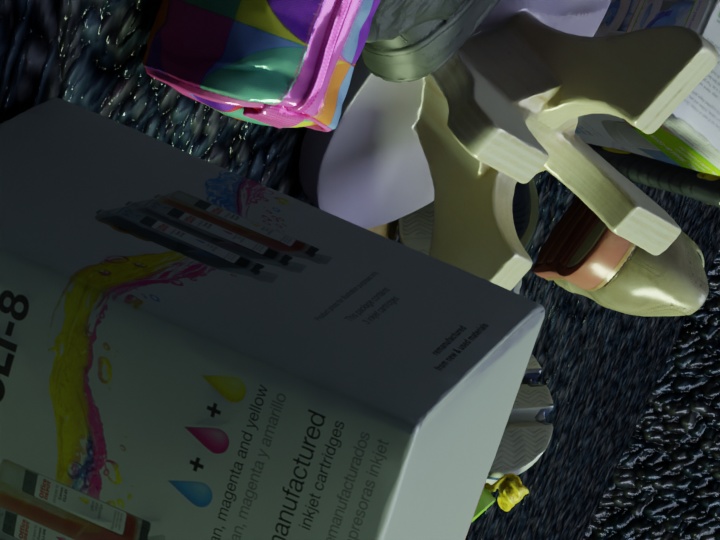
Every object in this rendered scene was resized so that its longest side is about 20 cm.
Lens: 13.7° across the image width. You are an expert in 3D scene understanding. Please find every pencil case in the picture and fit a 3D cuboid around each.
[{"bbox_3d":[-0.015,-0.152,1.148,0.088,0.088,0.200,-14,125,-76],"label":"pencil case"}]

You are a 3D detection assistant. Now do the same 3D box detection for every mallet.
[{"bbox_3d":[0.104,-0.059,1.544,0.066,0.200,0.041,-16,116,-39],"label":"mallet"}]

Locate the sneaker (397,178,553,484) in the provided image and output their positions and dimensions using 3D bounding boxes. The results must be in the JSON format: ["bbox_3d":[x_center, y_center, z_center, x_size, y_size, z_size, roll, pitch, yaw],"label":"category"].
[{"bbox_3d":[0.051,0.038,1.625,0.115,0.080,0.200,115,-25,-62],"label":"sneaker"}]

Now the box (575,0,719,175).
[{"bbox_3d":[0.149,-0.115,1.636,0.112,0.200,0.102,34,76,-38],"label":"box"}]

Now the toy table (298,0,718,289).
[{"bbox_3d":[0.074,-0.070,1.453,0.184,0.117,0.200,9,124,-47],"label":"toy table"}]

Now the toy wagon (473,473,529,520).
[{"bbox_3d":[0.000,0.163,1.517,0.200,0.040,0.155,-41,174,-13],"label":"toy wagon"}]

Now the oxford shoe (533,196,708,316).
[{"bbox_3d":[0.143,-0.005,1.613,0.071,0.075,0.200,-56,-174,8],"label":"oxford shoe"}]

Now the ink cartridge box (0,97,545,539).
[{"bbox_3d":[-0.067,0.054,1.011,0.145,0.200,0.146,-37,147,-64],"label":"ink cartridge box"}]

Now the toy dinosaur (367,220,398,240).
[{"bbox_3d":[0.000,0.000,1.579,0.200,0.058,0.101,-39,148,-68],"label":"toy dinosaur"}]

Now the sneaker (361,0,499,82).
[{"bbox_3d":[0.036,-0.164,1.365,0.200,0.060,0.104,-53,145,-25],"label":"sneaker"}]
